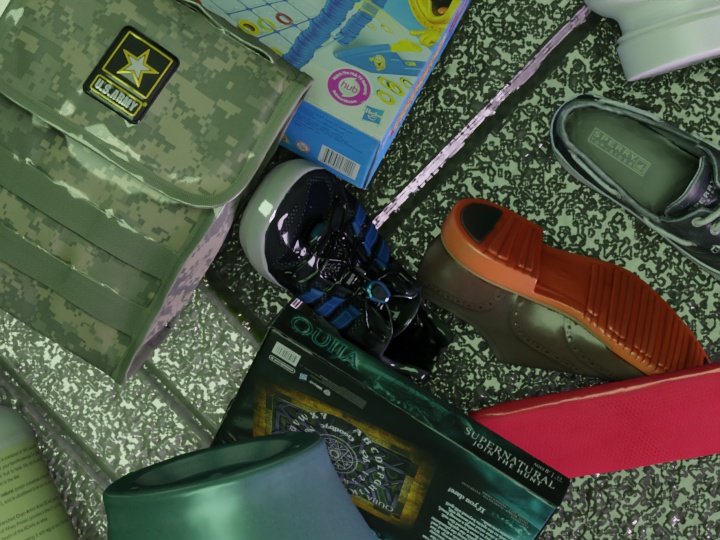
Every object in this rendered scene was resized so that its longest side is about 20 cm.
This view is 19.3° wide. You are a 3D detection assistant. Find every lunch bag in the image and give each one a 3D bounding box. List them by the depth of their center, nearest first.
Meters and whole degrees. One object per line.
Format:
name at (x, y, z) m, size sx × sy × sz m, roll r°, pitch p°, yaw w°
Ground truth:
lunch bag at (-0.140, -0.068, 1.171) m, size 0.163 × 0.118 × 0.201 m, roll 32°, pitch 110°, yaw 1°

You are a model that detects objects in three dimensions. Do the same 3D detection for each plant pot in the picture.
plant pot at (-0.063, 0.199, 1.231) m, size 0.198 × 0.200 × 0.190 m, roll -12°, pitch 94°, yaw 4°

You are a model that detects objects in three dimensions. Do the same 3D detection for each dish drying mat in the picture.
dish drying mat at (0.171, 0.090, 1.280) m, size 0.198 × 0.077 × 0.018 m, roll -11°, pitch 46°, yaw 14°

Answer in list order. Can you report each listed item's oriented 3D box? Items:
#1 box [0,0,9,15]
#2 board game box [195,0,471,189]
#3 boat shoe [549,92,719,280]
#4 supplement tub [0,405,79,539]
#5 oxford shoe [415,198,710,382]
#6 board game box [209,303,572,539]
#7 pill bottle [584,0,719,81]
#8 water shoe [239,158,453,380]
box at (-0.191, -0.103, 1.298) m, size 0.077 × 0.095 × 0.202 m, roll -2°, pitch 92°, yaw 4°
board game box at (-0.038, -0.178, 1.257) m, size 0.199 × 0.056 × 0.197 m, roll 28°, pitch 59°, yaw 2°
boat shoe at (0.205, -0.047, 1.285) m, size 0.199 × 0.068 × 0.072 m, roll 33°, pitch 92°, yaw 3°
supplement tub at (-0.245, 0.170, 1.277) m, size 0.144 × 0.145 × 0.201 m, roll -24°, pitch 89°, yaw 3°
oxford shoe at (0.127, 0.033, 1.303) m, size 0.199 × 0.071 × 0.073 m, roll 32°, pitch 127°, yaw -4°
board game box at (0.012, 0.120, 1.280) m, size 0.199 × 0.028 × 0.136 m, roll 32°, pitch 133°, yaw 3°
pill bottle at (0.173, -0.221, 1.263) m, size 0.111 × 0.112 × 0.202 m, roll -15°, pitch 89°, yaw 4°
water shoe at (0.000, 0.000, 1.235) m, size 0.079 × 0.200 × 0.072 m, roll 26°, pitch 79°, yaw 30°
